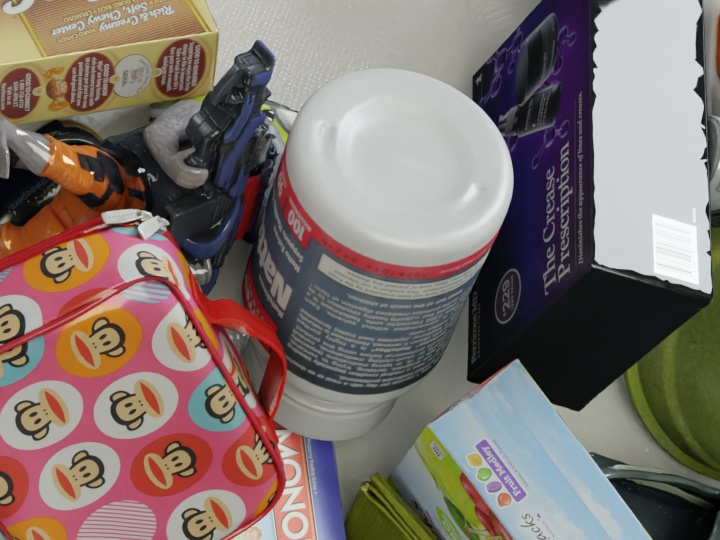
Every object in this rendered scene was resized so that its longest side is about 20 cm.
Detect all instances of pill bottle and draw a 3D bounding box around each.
[{"bbox_3d":[0.000,0.000,1.452,0.119,0.201,0.120,8,52,-10],"label":"pill bottle"}]

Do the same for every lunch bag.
[{"bbox_3d":[-0.123,0.069,1.412,0.175,0.082,0.201,-25,132,-1],"label":"lunch bag"}]

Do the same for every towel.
[{"bbox_3d":[0.058,0.205,1.506,0.018,0.086,0.200,-32,73,-28],"label":"towel"}]

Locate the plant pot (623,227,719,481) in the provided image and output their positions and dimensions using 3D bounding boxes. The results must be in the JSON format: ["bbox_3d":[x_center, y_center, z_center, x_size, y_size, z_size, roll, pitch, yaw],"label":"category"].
[{"bbox_3d":[0.270,0.063,1.533,0.199,0.184,0.202,-5,110,-14],"label":"plant pot"}]

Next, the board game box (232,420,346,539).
[{"bbox_3d":[-0.075,0.155,1.535,0.134,0.029,0.202,-8,91,-16],"label":"board game box"}]

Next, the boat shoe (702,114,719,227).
[{"bbox_3d":[0.183,-0.049,1.532,0.070,0.200,0.073,18,89,-20],"label":"boat shoe"}]

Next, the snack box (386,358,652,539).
[{"bbox_3d":[0.093,0.151,1.478,0.067,0.200,0.169,-35,82,-13],"label":"snack box"}]

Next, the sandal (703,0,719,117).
[{"bbox_3d":[0.205,-0.139,1.536,0.207,0.079,0.059,47,53,0],"label":"sandal"}]

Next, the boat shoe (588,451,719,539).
[{"bbox_3d":[0.196,0.158,1.572,0.199,0.062,0.073,24,82,-15],"label":"boat shoe"}]

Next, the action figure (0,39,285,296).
[{"bbox_3d":[-0.116,-0.064,1.420,0.192,0.201,0.105,-6,50,-34],"label":"action figure"}]

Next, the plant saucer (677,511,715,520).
[{"bbox_3d":[0.179,0.242,1.610,0.198,0.027,0.202,1,87,-16],"label":"plant saucer"}]

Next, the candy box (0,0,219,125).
[{"bbox_3d":[-0.186,-0.137,1.468,0.198,0.055,0.116,-10,54,-17],"label":"candy box"}]

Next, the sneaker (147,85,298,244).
[{"bbox_3d":[-0.032,-0.049,1.540,0.198,0.074,0.082,14,94,-10],"label":"sneaker"}]

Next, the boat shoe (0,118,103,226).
[{"bbox_3d":[-0.209,-0.006,1.482,0.200,0.062,0.075,-45,102,-12],"label":"boat shoe"}]

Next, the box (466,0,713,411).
[{"bbox_3d":[0.121,-0.048,1.482,0.078,0.141,0.201,14,57,-19],"label":"box"}]
